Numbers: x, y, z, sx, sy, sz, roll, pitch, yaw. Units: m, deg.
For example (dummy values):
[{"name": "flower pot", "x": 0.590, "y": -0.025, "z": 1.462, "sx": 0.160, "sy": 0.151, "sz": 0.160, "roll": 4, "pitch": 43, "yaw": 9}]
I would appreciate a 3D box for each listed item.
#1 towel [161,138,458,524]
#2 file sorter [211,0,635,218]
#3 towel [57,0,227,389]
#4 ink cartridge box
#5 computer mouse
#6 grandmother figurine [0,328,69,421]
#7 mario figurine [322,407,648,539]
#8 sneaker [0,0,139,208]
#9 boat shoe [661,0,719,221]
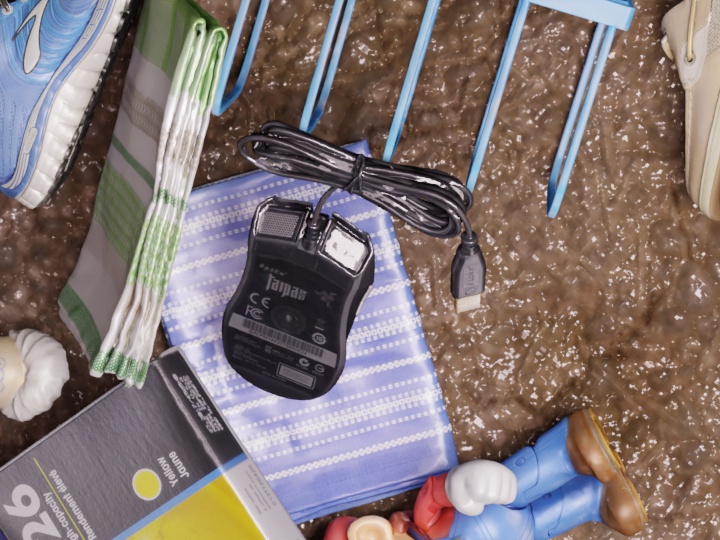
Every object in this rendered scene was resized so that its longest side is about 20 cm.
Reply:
[{"name": "towel", "x": -0.037, "y": 0.041, "z": 1.545, "sx": 0.144, "sy": 0.024, "sz": 0.201, "roll": -16, "pitch": 97, "yaw": 5}, {"name": "file sorter", "x": 0.033, "y": -0.119, "z": 1.461, "sx": 0.199, "sy": 0.139, "sz": 0.123, "roll": 17, "pitch": 102, "yaw": 1}, {"name": "towel", "x": -0.122, "y": -0.051, "z": 1.472, "sx": 0.031, "sy": 0.149, "sz": 0.201, "roll": 10, "pitch": 102, "yaw": -20}, {"name": "ink cartridge box", "x": -0.125, "y": 0.176, "z": 1.522, "sx": 0.200, "sy": 0.047, "sz": 0.198, "roll": -35, "pitch": 87, "yaw": 23}, {"name": "computer mouse", "x": 0.000, "y": 0.000, "z": 1.469, "sx": 0.140, "sy": 0.046, "sz": 0.200, "roll": 17, "pitch": 136, "yaw": 9}, {"name": "grandmother figurine", "x": -0.263, "y": 0.057, "z": 1.545, "sx": 0.199, "sy": 0.061, "sz": 0.122, "roll": 2, "pitch": 107, "yaw": 6}, {"name": "mario figurine", "x": 0.063, "y": 0.165, "z": 1.517, "sx": 0.200, "sy": 0.106, "sz": 0.124, "roll": -29, "pitch": 98, "yaw": 6}, {"name": "sneaker", "x": -0.173, "y": -0.138, "z": 1.499, "sx": 0.089, "sy": 0.079, "sz": 0.201, "roll": 24, "pitch": 99, "yaw": -3}, {"name": "boat shoe", "x": 0.200, "y": -0.129, "z": 1.489, "sx": 0.065, "sy": 0.072, "sz": 0.201, "roll": 17, "pitch": 107, "yaw": 37}]
